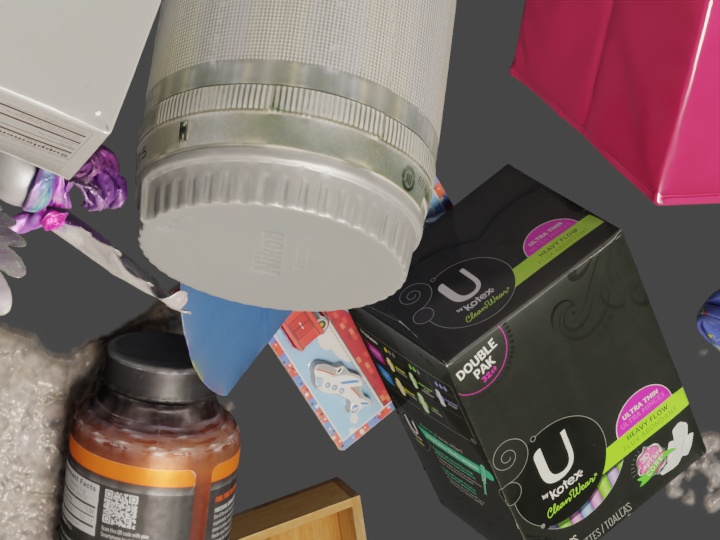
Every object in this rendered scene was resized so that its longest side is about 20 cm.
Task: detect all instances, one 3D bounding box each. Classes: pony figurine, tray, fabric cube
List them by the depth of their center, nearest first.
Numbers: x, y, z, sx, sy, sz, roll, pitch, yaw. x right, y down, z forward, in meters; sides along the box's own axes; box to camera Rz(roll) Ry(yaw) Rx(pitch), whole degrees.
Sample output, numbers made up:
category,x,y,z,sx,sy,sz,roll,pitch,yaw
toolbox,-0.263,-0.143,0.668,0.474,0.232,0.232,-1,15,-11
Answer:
category,x,y,z,sx,sy,sz,roll,pitch,yaw
pony figurine,-0.189,-0.054,1.525,0.166,0.193,0.201,10,101,-41
fabric cube,0.234,-0.175,1.686,0.196,0.200,0.200,-5,121,-27
tray,-0.038,0.244,1.809,0.098,0.037,0.201,-18,117,-22

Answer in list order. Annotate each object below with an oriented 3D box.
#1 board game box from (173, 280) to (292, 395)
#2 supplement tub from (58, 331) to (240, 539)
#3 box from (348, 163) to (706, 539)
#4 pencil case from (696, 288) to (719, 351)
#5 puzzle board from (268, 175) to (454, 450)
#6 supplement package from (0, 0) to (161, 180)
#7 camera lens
category,x,y,z,sx,sy,sz,roll,pitch,yaw
board game box,-0.078,-0.026,1.626,0.200,0.039,0.158,-53,146,-50
supplement tub,-0.129,0.142,1.679,0.107,0.107,0.201,-1,109,-28
box,0.106,0.065,1.749,0.148,0.124,0.200,-37,127,-16
pencil case,0.315,-0.011,1.872,0.078,0.087,0.200,41,86,-8
puzzle board,0.000,0.000,1.747,0.151,0.017,0.200,-38,122,-10
supplement package,-0.175,-0.174,1.409,0.155,0.111,0.201,23,74,-12
camera lens,-0.034,-0.097,1.471,0.160,0.160,0.201,22,63,-33
